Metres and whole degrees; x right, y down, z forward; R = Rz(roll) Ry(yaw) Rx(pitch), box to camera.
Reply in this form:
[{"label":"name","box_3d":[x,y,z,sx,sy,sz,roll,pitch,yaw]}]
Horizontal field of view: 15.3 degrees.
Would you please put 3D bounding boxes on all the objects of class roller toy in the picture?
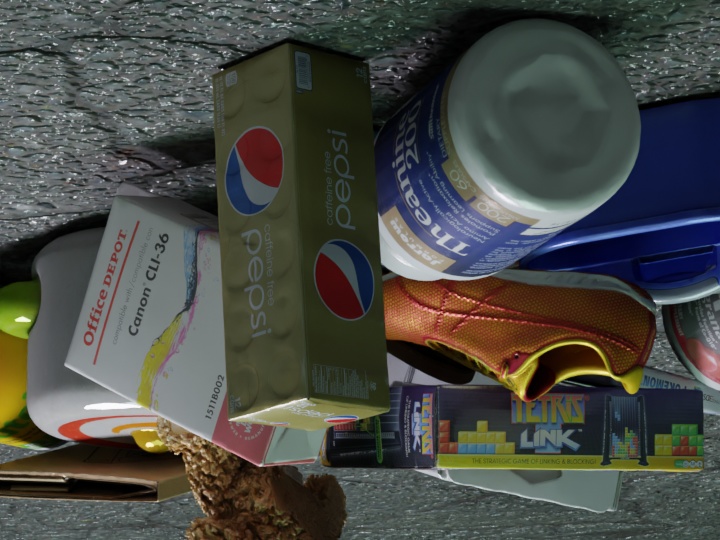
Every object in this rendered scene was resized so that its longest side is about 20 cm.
[{"label":"roller toy","box_3d":[-0.136,0.055,1.827,0.199,0.141,0.182,-11,162,41]}]

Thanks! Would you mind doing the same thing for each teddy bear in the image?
[{"label":"teddy bear","box_3d":[-0.063,0.157,1.703,0.067,0.200,0.145,-31,-162,25]}]

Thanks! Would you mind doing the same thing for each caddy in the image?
[{"label":"caddy","box_3d":[0.192,-0.032,1.635,0.199,0.106,0.141,-10,163,27]}]

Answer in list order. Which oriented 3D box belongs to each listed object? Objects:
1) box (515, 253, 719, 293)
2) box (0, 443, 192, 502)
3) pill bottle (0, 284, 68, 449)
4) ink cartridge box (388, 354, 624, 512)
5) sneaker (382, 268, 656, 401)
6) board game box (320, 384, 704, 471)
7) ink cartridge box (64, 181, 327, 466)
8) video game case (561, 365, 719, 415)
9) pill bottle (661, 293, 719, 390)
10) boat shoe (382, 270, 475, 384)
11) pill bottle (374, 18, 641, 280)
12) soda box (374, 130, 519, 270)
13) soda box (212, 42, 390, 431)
[{"label":"box","box_3d":[0.150,-0.012,1.778,0.199,0.069,0.082,-9,164,27]},{"label":"box","box_3d":[-0.151,0.138,1.926,0.163,0.021,0.200,-1,-175,32]},{"label":"pill bottle","box_3d":[-0.282,0.060,1.896,0.111,0.112,0.200,-12,163,33]},{"label":"ink cartridge box","box_3d":[0.090,0.113,1.954,0.146,0.083,0.200,13,178,-22]},{"label":"sneaker","box_3d":[0.081,0.038,1.629,0.199,0.078,0.073,3,160,31]},{"label":"board game box","box_3d":[0.097,0.103,1.739,0.199,0.057,0.165,3,174,-27]},{"label":"ink cartridge box","box_3d":[-0.104,0.028,1.631,0.199,0.117,0.067,24,-169,30]},{"label":"video game case","box_3d":[0.135,0.066,1.893,0.199,0.022,0.182,10,176,34]},{"label":"pill bottle","box_3d":[0.297,0.010,1.807,0.110,0.111,0.200,4,164,-23]},{"label":"boat shoe","box_3d":[0.000,0.000,1.745,0.199,0.070,0.071,24,119,-2]},{"label":"pill bottle","box_3d":[0.068,-0.058,1.501,0.110,0.112,0.200,3,164,-20]},{"label":"soda box","box_3d":[0.010,-0.043,1.638,0.199,0.069,0.063,12,160,-43]},{"label":"soda box","box_3d":[-0.034,-0.017,1.466,0.064,0.201,0.068,11,160,-42]}]
